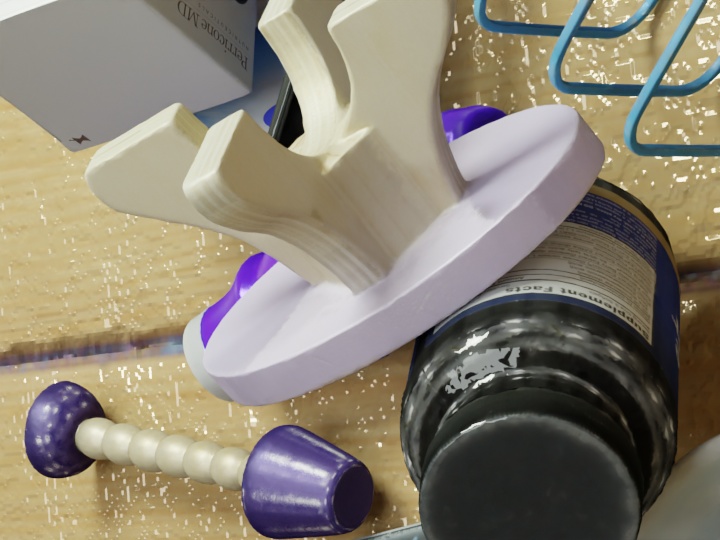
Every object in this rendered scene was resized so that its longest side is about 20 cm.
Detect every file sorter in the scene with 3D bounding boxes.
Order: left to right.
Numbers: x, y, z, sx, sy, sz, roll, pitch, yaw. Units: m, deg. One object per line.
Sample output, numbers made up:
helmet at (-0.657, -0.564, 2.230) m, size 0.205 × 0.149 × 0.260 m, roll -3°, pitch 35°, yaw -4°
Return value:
file sorter at (0.109, -0.151, 1.129) m, size 0.200 × 0.139 × 0.123 m, roll 43°, pitch 118°, yaw 30°

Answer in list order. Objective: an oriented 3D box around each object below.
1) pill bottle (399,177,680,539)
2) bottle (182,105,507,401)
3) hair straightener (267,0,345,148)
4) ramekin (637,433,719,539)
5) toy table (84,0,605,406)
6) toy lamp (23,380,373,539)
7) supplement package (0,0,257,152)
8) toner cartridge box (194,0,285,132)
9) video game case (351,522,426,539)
pill bottle at (0.075, 0.047, 1.092) m, size 0.112 × 0.200 × 0.112 m, roll 3°, pitch 117°, yaw 6°
bottle at (0.000, 0.000, 1.252) m, size 0.200 × 0.065 × 0.084 m, roll -33°, pitch 84°, yaw 34°
hair straightener at (-0.019, -0.137, 1.217) m, size 0.077 × 0.041 × 0.200 m, roll 7°, pitch 89°, yaw 37°
ramekin at (0.202, 0.158, 1.073) m, size 0.200 × 0.098 × 0.201 m, roll -1°, pitch 88°, yaw 39°
toy table at (-0.013, -0.039, 1.098) m, size 0.200 × 0.184 × 0.117 m, roll -34°, pitch 110°, yaw 17°
toy lamp at (-0.080, 0.096, 1.322) m, size 0.200 × 0.058 × 0.058 m, roll 7°, pitch 94°, yaw 40°
supplement package at (-0.120, -0.177, 1.273) m, size 0.109 × 0.114 × 0.200 m, roll -16°, pitch 56°, yaw 29°
toner cartridge box at (-0.055, -0.108, 1.314) m, size 0.200 × 0.043 × 0.095 m, roll 5°, pitch 93°, yaw 38°
video game case at (0.081, 0.205, 1.216) m, size 0.182 × 0.023 × 0.200 m, roll -18°, pitch 79°, yaw 36°
